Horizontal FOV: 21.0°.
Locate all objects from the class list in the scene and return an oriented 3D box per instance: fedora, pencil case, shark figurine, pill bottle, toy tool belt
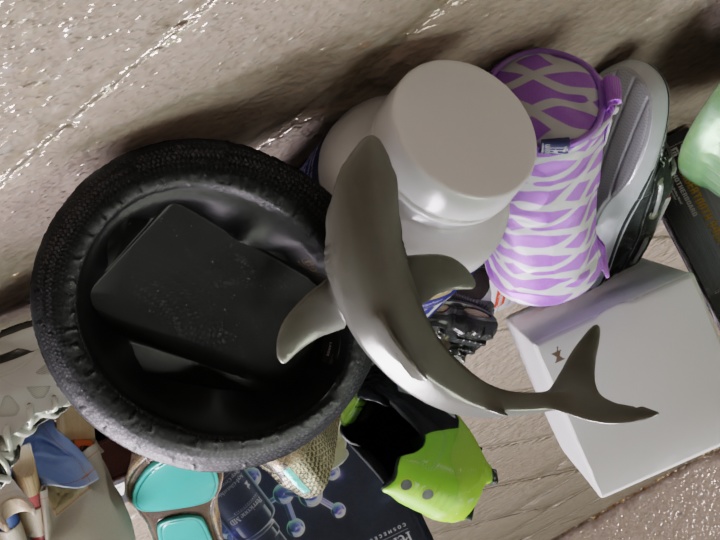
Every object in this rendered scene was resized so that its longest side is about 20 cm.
[{"bbox_3d":[-0.090,0.013,1.091,0.200,0.201,0.092,-24,-161,-7],"label":"fedora"},{"bbox_3d":[0.118,-0.057,1.223,0.085,0.084,0.200,-9,149,-2],"label":"pencil case"},{"bbox_3d":[0.045,0.045,1.039,0.128,0.214,0.090,-49,-161,5],"label":"shark figurine"},{"bbox_3d":[0.018,-0.033,1.146,0.119,0.120,0.200,-16,161,-32],"label":"pill bottle"},{"bbox_3d":[-0.244,0.157,1.246,0.200,0.123,0.125,-26,-154,-33],"label":"toy tool belt"}]

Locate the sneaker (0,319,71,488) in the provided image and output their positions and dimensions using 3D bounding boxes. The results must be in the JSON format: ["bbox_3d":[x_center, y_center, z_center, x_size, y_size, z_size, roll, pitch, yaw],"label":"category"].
[{"bbox_3d":[-0.202,0.095,1.149,0.200,0.116,0.076,-10,158,-4],"label":"sneaker"}]

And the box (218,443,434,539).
[{"bbox_3d":[-0.047,0.164,1.519,0.148,0.200,0.107,-26,164,1],"label":"box"}]

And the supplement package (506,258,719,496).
[{"bbox_3d":[0.191,0.072,1.409,0.121,0.120,0.200,-24,-177,1],"label":"supplement package"}]

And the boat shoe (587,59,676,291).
[{"bbox_3d":[0.177,-0.070,1.318,0.071,0.072,0.200,-22,148,-28],"label":"boat shoe"}]

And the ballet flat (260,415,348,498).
[{"bbox_3d":[-0.031,0.090,1.357,0.068,0.075,0.200,-25,-156,22],"label":"ballet flat"}]

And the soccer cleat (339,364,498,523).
[{"bbox_3d":[0.019,0.085,1.212,0.081,0.200,0.068,22,107,-28],"label":"soccer cleat"}]

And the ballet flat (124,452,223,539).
[{"bbox_3d":[-0.129,0.141,1.327,0.068,0.067,0.200,-7,149,-9],"label":"ballet flat"}]

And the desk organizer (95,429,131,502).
[{"bbox_3d":[-0.155,0.115,1.422,0.199,0.077,0.072,-21,163,-16],"label":"desk organizer"}]

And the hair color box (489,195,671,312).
[{"bbox_3d":[0.122,-0.023,1.440,0.199,0.064,0.111,-25,166,-7],"label":"hair color box"}]

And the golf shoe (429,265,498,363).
[{"bbox_3d":[0.000,0.000,1.322,0.199,0.095,0.078,15,153,-28],"label":"golf shoe"}]

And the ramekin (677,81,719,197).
[{"bbox_3d":[0.316,-0.108,1.300,0.200,0.098,0.200,-40,162,-16],"label":"ramekin"}]

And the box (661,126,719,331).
[{"bbox_3d":[0.282,-0.013,1.542,0.048,0.159,0.200,-28,163,7],"label":"box"}]
